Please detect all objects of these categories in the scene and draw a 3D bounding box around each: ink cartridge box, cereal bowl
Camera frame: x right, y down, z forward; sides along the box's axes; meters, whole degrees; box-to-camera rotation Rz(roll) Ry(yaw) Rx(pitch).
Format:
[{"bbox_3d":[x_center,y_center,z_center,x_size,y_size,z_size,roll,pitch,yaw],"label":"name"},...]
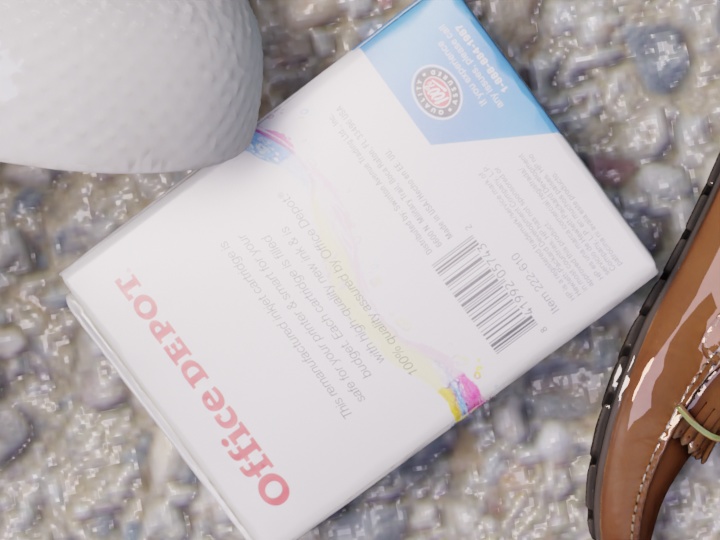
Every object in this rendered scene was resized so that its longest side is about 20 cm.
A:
[{"bbox_3d":[0.000,0.000,1.062,0.200,0.085,0.145,-36,90,5],"label":"ink cartridge box"},{"bbox_3d":[-0.130,-0.106,0.987,0.199,0.200,0.084,14,108,4],"label":"cereal bowl"}]

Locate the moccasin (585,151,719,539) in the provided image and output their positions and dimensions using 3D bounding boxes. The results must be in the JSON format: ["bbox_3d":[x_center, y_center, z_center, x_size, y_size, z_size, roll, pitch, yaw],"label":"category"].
[{"bbox_3d":[0.153,0.030,1.062,0.078,0.074,0.202,26,86,10],"label":"moccasin"}]
